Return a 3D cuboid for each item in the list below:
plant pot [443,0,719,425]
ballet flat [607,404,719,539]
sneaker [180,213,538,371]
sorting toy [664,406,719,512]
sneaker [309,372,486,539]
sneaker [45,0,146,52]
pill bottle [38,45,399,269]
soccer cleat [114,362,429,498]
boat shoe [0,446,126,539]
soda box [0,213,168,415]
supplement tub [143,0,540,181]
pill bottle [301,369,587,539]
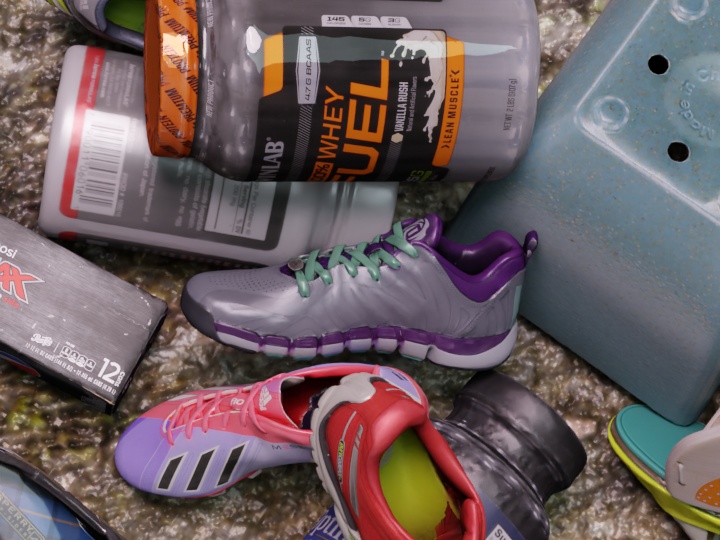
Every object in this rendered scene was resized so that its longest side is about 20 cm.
[{"bbox_3d":[0.182,-0.060,1.008,0.196,0.200,0.196,35,74,9],"label":"plant pot"},{"bbox_3d":[0.238,0.150,1.051,0.199,0.067,0.067,22,41,19],"label":"ballet flat"},{"bbox_3d":[0.000,0.000,0.970,0.199,0.075,0.088,4,119,-19],"label":"sneaker"},{"bbox_3d":[0.274,0.037,0.975,0.107,0.180,0.200,30,62,24],"label":"sorting toy"},{"bbox_3d":[0.036,0.147,0.882,0.077,0.085,0.201,-34,110,-20],"label":"sneaker"},{"bbox_3d":[-0.090,-0.149,1.016,0.199,0.081,0.074,4,121,-29],"label":"sneaker"},{"bbox_3d":[-0.083,-0.061,1.017,0.199,0.114,0.115,9,76,-9],"label":"pill bottle"},{"bbox_3d":[-0.058,0.084,0.972,0.199,0.076,0.067,-8,60,22],"label":"soccer cleat"},{"bbox_3d":[-0.155,0.172,0.976,0.070,0.066,0.200,-43,88,-16],"label":"boat shoe"},{"bbox_3d":[-0.215,0.006,1.002,0.199,0.063,0.071,29,74,-4],"label":"soda box"},{"bbox_3d":[-0.013,-0.108,0.921,0.199,0.123,0.123,-1,78,-12],"label":"supplement tub"},{"bbox_3d":[0.037,0.158,0.993,0.112,0.112,0.200,42,74,0],"label":"pill bottle"}]
